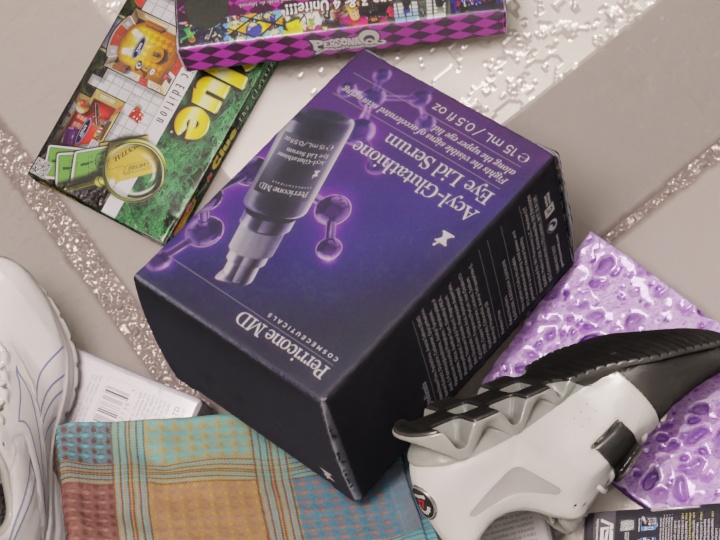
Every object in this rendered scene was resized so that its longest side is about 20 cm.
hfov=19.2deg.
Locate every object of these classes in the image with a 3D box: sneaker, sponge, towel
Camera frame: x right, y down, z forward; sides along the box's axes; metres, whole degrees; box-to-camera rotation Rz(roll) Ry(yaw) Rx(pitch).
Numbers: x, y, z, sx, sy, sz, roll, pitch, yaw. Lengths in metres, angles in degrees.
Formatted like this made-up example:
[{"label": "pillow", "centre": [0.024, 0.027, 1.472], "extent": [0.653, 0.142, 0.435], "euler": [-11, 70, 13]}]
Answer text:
[{"label": "sneaker", "centre": [-0.204, 0.086, 1.204], "extent": [0.074, 0.087, 0.201], "euler": [-9, 75, 9]}, {"label": "sponge", "centre": [0.179, 0.080, 1.202], "extent": [0.200, 0.030, 0.112], "euler": [36, 85, 17]}, {"label": "towel", "centre": [-0.064, 0.123, 1.164], "extent": [0.199, 0.022, 0.147], "euler": [-3, 33, -11]}, {"label": "sneaker", "centre": [0.117, 0.092, 1.156], "extent": [0.199, 0.074, 0.089], "euler": [-21, 101, -16]}]

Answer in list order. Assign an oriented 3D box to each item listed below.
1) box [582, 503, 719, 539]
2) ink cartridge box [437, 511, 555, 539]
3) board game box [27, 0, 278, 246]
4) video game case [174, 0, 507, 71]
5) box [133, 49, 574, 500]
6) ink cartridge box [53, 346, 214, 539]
[{"label": "box", "centre": [0.189, 0.204, 1.077], "extent": [0.160, 0.049, 0.201], "euler": [-8, 39, 16]}, {"label": "ink cartridge box", "centre": [0.020, 0.212, 1.170], "extent": [0.199, 0.045, 0.177], "euler": [-15, 58, 7]}, {"label": "board game box", "centre": [-0.113, -0.122, 1.313], "extent": [0.104, 0.023, 0.201], "euler": [26, 82, 13]}, {"label": "video game case", "centre": [-0.017, -0.218, 1.294], "extent": [0.199, 0.036, 0.182], "euler": [-7, 68, 3]}, {"label": "box", "centre": [0.000, 0.000, 1.177], "extent": [0.148, 0.105, 0.200], "euler": [30, 65, 30]}, {"label": "ink cartridge box", "centre": [-0.200, 0.099, 1.264], "extent": [0.199, 0.042, 0.120], "euler": [21, 82, 12]}]
